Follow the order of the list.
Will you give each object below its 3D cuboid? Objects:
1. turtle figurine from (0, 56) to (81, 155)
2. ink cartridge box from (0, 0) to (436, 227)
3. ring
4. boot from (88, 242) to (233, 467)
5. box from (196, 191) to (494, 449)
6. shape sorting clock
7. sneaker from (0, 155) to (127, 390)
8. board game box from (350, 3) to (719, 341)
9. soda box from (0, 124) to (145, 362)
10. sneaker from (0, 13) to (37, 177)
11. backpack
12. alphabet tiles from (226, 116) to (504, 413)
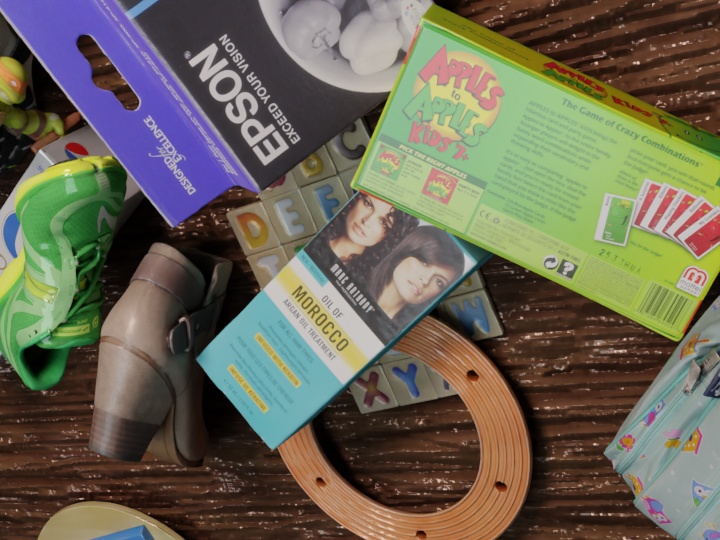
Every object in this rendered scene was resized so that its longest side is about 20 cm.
[{"bbox_3d":[-0.269,-0.089,0.803,0.161,0.200,0.065,-39,82,18],"label":"turtle figurine"},{"bbox_3d":[-0.078,-0.146,0.677,0.199,0.043,0.199,-36,117,1],"label":"ink cartridge box"},{"bbox_3d":[0.025,0.108,0.854,0.199,0.019,0.202,12,119,23],"label":"ring"},{"bbox_3d":[-0.126,0.058,0.873,0.070,0.200,0.147,19,87,9],"label":"boot"},{"bbox_3d":[-0.011,0.021,0.788,0.082,0.049,0.200,48,118,5],"label":"box"},{"bbox_3d":[-0.187,0.276,1.052,0.198,0.039,0.202,12,119,22],"label":"shape sorting clock"},{"bbox_3d":[-0.185,0.003,0.801,0.084,0.074,0.201,56,139,23],"label":"sneaker"},{"bbox_3d":[0.106,-0.054,0.680,0.199,0.048,0.102,25,113,1],"label":"board game box"},{"bbox_3d":[-0.233,-0.015,0.912,0.064,0.068,0.200,46,127,0],"label":"soda box"},{"bbox_3d":[-0.273,-0.144,0.880,0.081,0.074,0.201,43,130,28],"label":"sneaker"},{"bbox_3d":[0.224,0.070,0.659,0.127,0.166,0.201,49,133,24],"label":"backpack"},{"bbox_3d":[0.000,0.000,0.828,0.165,0.006,0.201,-15,106,34],"label":"alphabet tiles"}]
